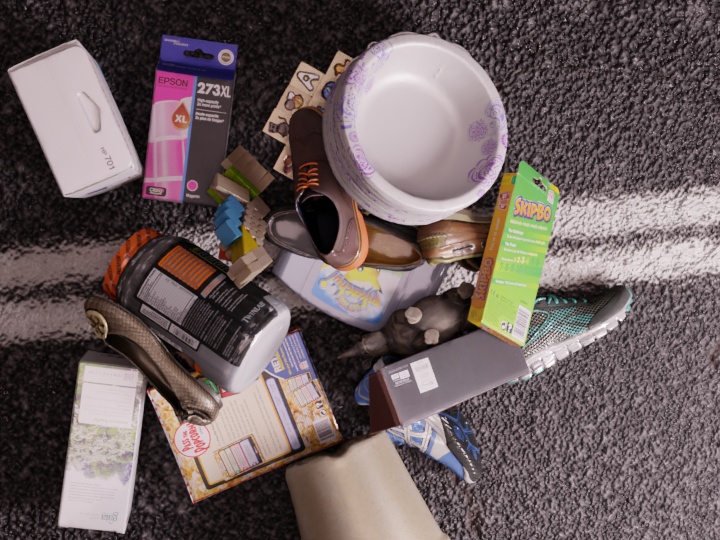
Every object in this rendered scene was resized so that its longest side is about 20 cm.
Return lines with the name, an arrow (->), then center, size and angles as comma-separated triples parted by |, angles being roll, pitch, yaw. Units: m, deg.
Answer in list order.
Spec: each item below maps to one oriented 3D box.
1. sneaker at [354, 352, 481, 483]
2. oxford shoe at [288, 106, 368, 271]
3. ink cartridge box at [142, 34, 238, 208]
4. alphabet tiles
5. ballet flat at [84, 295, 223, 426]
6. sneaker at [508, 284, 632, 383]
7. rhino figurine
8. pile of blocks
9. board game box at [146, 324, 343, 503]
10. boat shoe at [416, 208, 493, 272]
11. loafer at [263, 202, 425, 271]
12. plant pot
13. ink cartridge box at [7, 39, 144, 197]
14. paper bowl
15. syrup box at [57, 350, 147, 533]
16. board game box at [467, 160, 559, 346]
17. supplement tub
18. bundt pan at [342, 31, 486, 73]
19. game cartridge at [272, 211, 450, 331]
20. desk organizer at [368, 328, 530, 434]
sneaker -> 0.076, 0.192, 1.334 | 0.077, 0.076, 0.200 | -39, 97, 19
oxford shoe -> -0.044, -0.100, 1.201 | 0.071, 0.073, 0.201 | -24, 74, 19
ink cartridge box -> -0.204, -0.180, 1.284 | 0.094, 0.037, 0.201 | 7, 91, -8
alphabet tiles -> -0.011, -0.167, 1.322 | 0.200, 0.006, 0.167 | 29, 91, -8
ballet flat -> -0.241, 0.107, 1.212 | 0.200, 0.067, 0.046 | 45, 61, -10
sneaker -> 0.245, 0.060, 1.337 | 0.200, 0.078, 0.091 | -29, 93, -5
rhino figurine -> 0.063, 0.070, 1.271 | 0.199, 0.087, 0.060 | -22, 86, -18
pile of blocks -> -0.150, -0.057, 1.228 | 0.082, 0.200, 0.062 | 30, 126, -30
board game box -> -0.140, 0.174, 1.310 | 0.199, 0.046, 0.152 | -21, 96, -5
boat shoe -> 0.141, -0.029, 1.283 | 0.199, 0.072, 0.068 | 4, 75, -39
loafer -> -0.016, -0.040, 1.258 | 0.199, 0.072, 0.073 | 7, 97, -6
plant pot -> 0.002, 0.298, 1.276 | 0.200, 0.200, 0.184 | -21, 86, -5
ink cartridge box -> -0.309, -0.162, 1.188 | 0.086, 0.200, 0.147 | -23, 96, -5
paper bowl -> 0.054, -0.150, 1.182 | 0.200, 0.104, 0.201 | 4, 78, -20
syrup box -> -0.305, 0.204, 1.275 | 0.078, 0.081, 0.201 | 7, 94, -8
board game box -> 0.183, -0.021, 1.256 | 0.095, 0.030, 0.201 | 29, 74, -45
supplement tub -> -0.191, 0.042, 1.239 | 0.200, 0.123, 0.123 | 33, 90, 12
bundt pan -> 0.059, -0.182, 1.286 | 0.201, 0.076, 0.203 | 0, 94, -7
game cartridge -> 0.000, 0.000, 1.319 | 0.199, 0.040, 0.134 | 24, 97, -8
desk organizer -> 0.095, 0.125, 1.260 | 0.200, 0.077, 0.072 | -18, 84, -33
